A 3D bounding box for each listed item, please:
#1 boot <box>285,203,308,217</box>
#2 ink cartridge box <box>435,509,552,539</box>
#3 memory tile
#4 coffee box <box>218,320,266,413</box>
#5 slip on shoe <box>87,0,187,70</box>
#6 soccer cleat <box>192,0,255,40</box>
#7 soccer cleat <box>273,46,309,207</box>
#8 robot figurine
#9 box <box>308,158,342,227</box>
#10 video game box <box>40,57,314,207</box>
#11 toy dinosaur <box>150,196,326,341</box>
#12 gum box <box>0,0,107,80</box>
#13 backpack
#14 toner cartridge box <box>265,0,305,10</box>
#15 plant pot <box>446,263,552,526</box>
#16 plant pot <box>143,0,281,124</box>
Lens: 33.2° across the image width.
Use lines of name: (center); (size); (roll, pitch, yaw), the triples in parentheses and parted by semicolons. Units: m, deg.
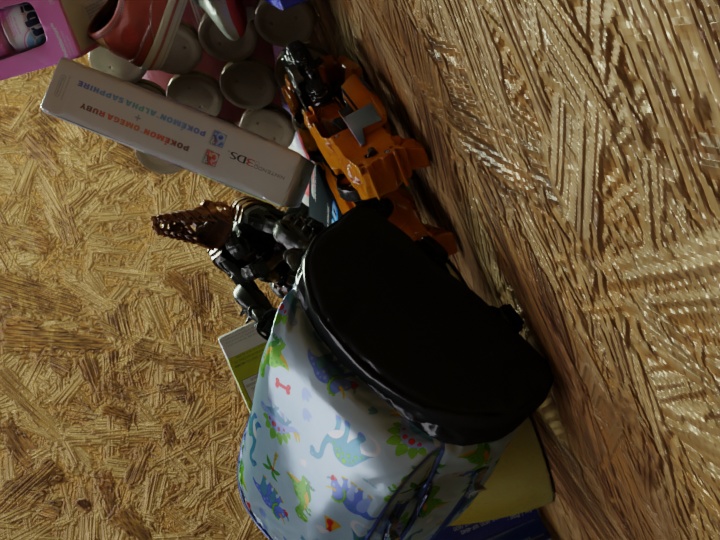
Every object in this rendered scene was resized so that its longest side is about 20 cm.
boot: (-0.037, -0.031, 1.317); (0.200, 0.072, 0.183); (87, -170, -61)
ink cartridge box: (0.076, 0.171, 0.997); (0.200, 0.099, 0.039); (-124, 13, -64)
memory tile: (-0.117, -0.155, 1.022); (0.017, 0.199, 0.154); (-85, -20, -46)
coffee box: (-0.022, 0.130, 1.343); (0.200, 0.199, 0.199); (94, 151, -83)
slip on shoe: (-0.139, -0.233, 0.825); (0.074, 0.061, 0.201); (-109, 37, -54)
soccer cleat: (-0.142, -0.245, 0.916); (0.069, 0.085, 0.201); (75, 171, -66)
soccer cleat: (-0.057, -0.160, 1.179); (0.201, 0.068, 0.073); (69, 153, 15)
robot figurine: (-0.001, -0.080, 0.831); (0.200, 0.058, 0.145); (-120, 8, -54)
box: (0.000, 0.000, 1.049); (0.201, 0.046, 0.159); (94, 157, -48)
video game box: (-0.128, -0.099, 0.921); (0.181, 0.047, 0.200); (24, -177, -1)
toy dinosaur: (-0.074, -0.009, 0.901); (0.136, 0.199, 0.103); (44, 129, 37)
gum box: (-0.241, -0.201, 0.932); (0.200, 0.113, 0.066); (-66, -41, -64)
backpack: (0.005, 0.093, 0.724); (0.163, 0.154, 0.200); (43, 152, 20)
toner cartridge box: (-0.067, -0.244, 0.859); (0.200, 0.043, 0.095); (-125, 13, -70)
plant pot: (0.032, 0.106, 0.885); (0.200, 0.141, 0.201); (156, 90, -86)
plant pot: (-0.163, -0.212, 1.121); (0.200, 0.199, 0.180); (-141, 31, -82)
